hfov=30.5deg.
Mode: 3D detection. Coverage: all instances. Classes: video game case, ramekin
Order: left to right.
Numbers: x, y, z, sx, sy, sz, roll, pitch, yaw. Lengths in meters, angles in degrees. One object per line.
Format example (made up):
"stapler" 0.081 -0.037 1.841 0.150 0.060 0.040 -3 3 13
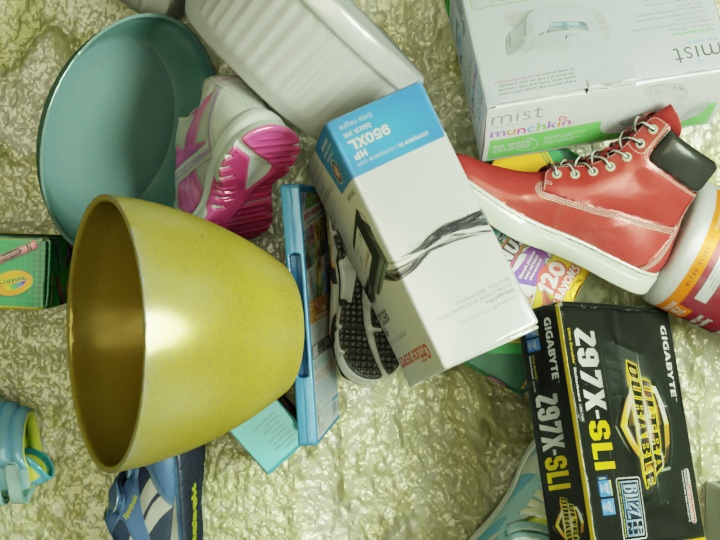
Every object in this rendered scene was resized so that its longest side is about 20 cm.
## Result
"ramekin" -0.052 -0.189 1.052 0.202 0.202 0.094 44 101 -3
"video game case" -0.040 0.032 1.079 0.018 0.143 0.202 -4 92 7

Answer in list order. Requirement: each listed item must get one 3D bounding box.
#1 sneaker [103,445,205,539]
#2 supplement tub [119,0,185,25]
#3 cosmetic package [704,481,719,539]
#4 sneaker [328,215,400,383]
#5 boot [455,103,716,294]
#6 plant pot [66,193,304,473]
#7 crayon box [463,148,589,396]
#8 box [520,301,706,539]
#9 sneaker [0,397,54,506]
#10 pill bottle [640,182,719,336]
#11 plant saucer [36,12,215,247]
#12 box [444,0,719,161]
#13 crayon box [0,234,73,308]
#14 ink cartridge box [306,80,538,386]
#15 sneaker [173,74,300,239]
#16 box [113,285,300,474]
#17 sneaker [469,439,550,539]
"sneaker" -0.175 0.182 1.098 0.082 0.074 0.202 8 106 9
"supplement tub" -0.207 -0.305 1.068 0.199 0.132 0.132 33 90 -2
"cosmetic package" 0.342 0.286 1.119 0.080 0.113 0.202 2 94 -2
"sneaker" 0.000 0.000 1.118 0.073 0.080 0.202 8 73 -10
"boot" 0.174 -0.084 1.043 0.199 0.073 0.145 22 110 -10
"plant pot" -0.125 0.044 0.986 0.141 0.200 0.202 -1 92 -27
"crayon box" 0.131 -0.011 1.127 0.118 0.058 0.201 28 90 -3
"box" 0.206 0.129 1.073 0.159 0.049 0.202 4 74 -43
"sneaker" -0.332 0.194 1.104 0.130 0.080 0.201 17 92 -1
"pill bottle" 0.345 0.014 1.109 0.199 0.113 0.114 25 91 -2
"plant saucer" -0.193 -0.110 1.064 0.036 0.200 0.201 20 91 31
"box" 0.179 -0.200 1.073 0.198 0.097 0.178 -10 68 -2
"crayon box" -0.341 -0.003 1.070 0.198 0.119 0.059 2 92 -3
"ink cartridge box" 0.042 -0.022 1.009 0.084 0.145 0.201 -25 85 -11
"sneaker" -0.111 -0.085 1.068 0.081 0.200 0.089 -9 63 -31
"box" -0.124 0.076 1.107 0.049 0.082 0.200 -41 93 -1
"sneaker" 0.159 0.207 1.091 0.079 0.131 0.201 33 88 -3
